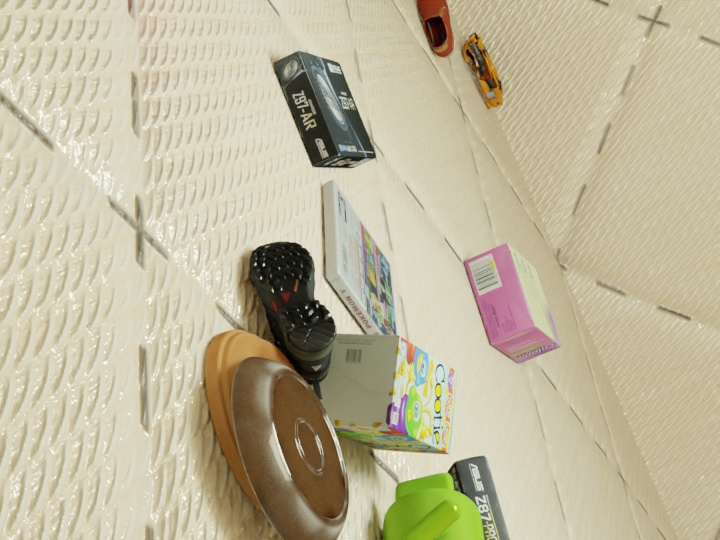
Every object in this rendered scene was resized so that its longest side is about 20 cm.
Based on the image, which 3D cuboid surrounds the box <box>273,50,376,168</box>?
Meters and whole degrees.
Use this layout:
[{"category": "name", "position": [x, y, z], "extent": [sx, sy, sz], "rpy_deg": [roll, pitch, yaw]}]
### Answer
[{"category": "box", "position": [-0.049, -0.232, 1.904], "extent": [0.162, 0.043, 0.200], "rpy_deg": [69, 16, 3]}]

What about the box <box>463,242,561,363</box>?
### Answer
[{"category": "box", "position": [0.296, 0.066, 2.518], "extent": [0.200, 0.096, 0.177], "rpy_deg": [31, 39, -63]}]

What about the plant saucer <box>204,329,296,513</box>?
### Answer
[{"category": "plant saucer", "position": [-0.088, 0.150, 1.290], "extent": [0.201, 0.037, 0.201], "rpy_deg": [57, 19, -31]}]

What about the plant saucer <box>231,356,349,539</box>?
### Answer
[{"category": "plant saucer", "position": [-0.059, 0.172, 1.235], "extent": [0.201, 0.032, 0.201], "rpy_deg": [57, 19, -31]}]

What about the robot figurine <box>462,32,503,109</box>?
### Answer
[{"category": "robot figurine", "position": [0.329, -0.542, 3.496], "extent": [0.201, 0.058, 0.145], "rpy_deg": [62, 17, -20]}]

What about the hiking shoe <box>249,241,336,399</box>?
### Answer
[{"category": "hiking shoe", "position": [-0.078, 0.050, 1.417], "extent": [0.201, 0.075, 0.101], "rpy_deg": [-112, -159, -51]}]

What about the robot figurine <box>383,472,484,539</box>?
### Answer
[{"category": "robot figurine", "position": [0.085, 0.328, 1.460], "extent": [0.201, 0.115, 0.176], "rpy_deg": [-94, 169, -47]}]

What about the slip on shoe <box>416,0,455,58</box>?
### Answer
[{"category": "slip on shoe", "position": [0.174, -0.601, 3.064], "extent": [0.061, 0.074, 0.202], "rpy_deg": [14, 60, -66]}]

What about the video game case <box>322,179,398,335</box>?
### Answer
[{"category": "video game case", "position": [0.000, 0.000, 1.794], "extent": [0.183, 0.023, 0.201], "rpy_deg": [55, 19, -36]}]

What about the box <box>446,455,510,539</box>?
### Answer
[{"category": "box", "position": [0.144, 0.351, 1.612], "extent": [0.162, 0.049, 0.202], "rpy_deg": [111, -33, -61]}]

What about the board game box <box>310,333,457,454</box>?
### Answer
[{"category": "board game box", "position": [0.030, 0.145, 1.499], "extent": [0.200, 0.104, 0.104], "rpy_deg": [33, 60, -62]}]
